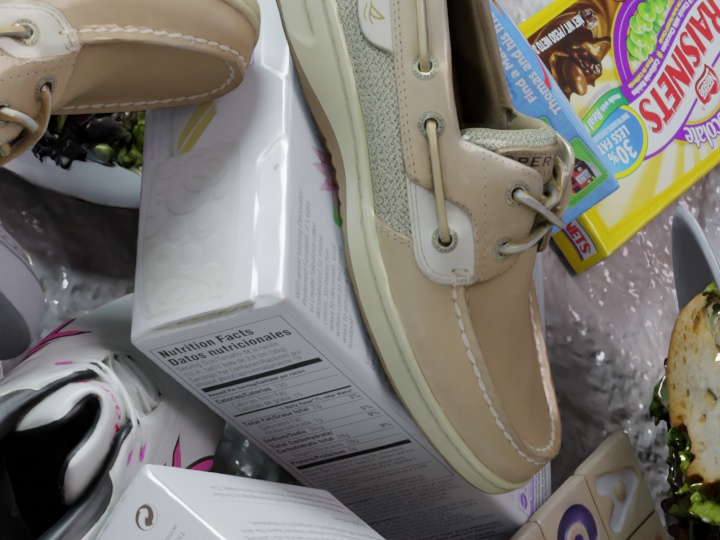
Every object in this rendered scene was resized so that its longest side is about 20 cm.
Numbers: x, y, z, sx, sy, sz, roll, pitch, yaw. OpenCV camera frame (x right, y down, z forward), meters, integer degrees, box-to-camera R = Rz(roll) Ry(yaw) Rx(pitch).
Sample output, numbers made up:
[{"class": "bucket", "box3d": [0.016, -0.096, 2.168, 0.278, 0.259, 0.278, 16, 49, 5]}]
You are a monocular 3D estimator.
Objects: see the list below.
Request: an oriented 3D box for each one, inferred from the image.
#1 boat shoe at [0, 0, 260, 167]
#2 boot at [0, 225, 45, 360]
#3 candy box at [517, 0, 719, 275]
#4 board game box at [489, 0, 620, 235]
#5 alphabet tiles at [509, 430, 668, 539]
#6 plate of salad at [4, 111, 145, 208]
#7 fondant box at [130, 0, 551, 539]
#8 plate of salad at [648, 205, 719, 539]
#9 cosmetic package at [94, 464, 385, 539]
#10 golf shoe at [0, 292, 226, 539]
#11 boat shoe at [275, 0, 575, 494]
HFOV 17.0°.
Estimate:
[{"class": "boat shoe", "box3d": [-0.121, -0.056, 0.704, 0.200, 0.071, 0.065, -2, 66, -25]}, {"class": "boot", "box3d": [-0.170, -0.060, 0.753, 0.200, 0.074, 0.096, 36, 53, -19]}, {"class": "candy box", "box3d": [0.122, -0.083, 1.065, 0.200, 0.026, 0.102, -37, 96, -47]}, {"class": "board game box", "box3d": [0.013, -0.117, 0.866, 0.200, 0.037, 0.151, 53, 7, -15]}, {"class": "alphabet tiles", "box3d": [0.089, 0.182, 0.847, 0.167, 0.008, 0.200, -39, 111, -47]}, {"class": "plate of salad", "box3d": [-0.098, -0.117, 0.862, 0.200, 0.048, 0.200, 22, 53, -32]}, {"class": "fondant box", "box3d": [0.000, 0.000, 0.829, 0.200, 0.058, 0.144, 46, 37, -50]}, {"class": "plate of salad", "box3d": [0.134, 0.075, 0.899, 0.200, 0.048, 0.200, -15, 90, -89]}, {"class": "cosmetic package", "box3d": [0.011, 0.145, 0.694, 0.200, 0.085, 0.108, 38, 11, 32]}, {"class": "golf shoe", "box3d": [-0.086, 0.059, 0.747, 0.073, 0.092, 0.200, 47, 42, -3]}, {"class": "boat shoe", "box3d": [0.033, -0.027, 0.763, 0.072, 0.065, 0.200, -31, 105, -65]}]
